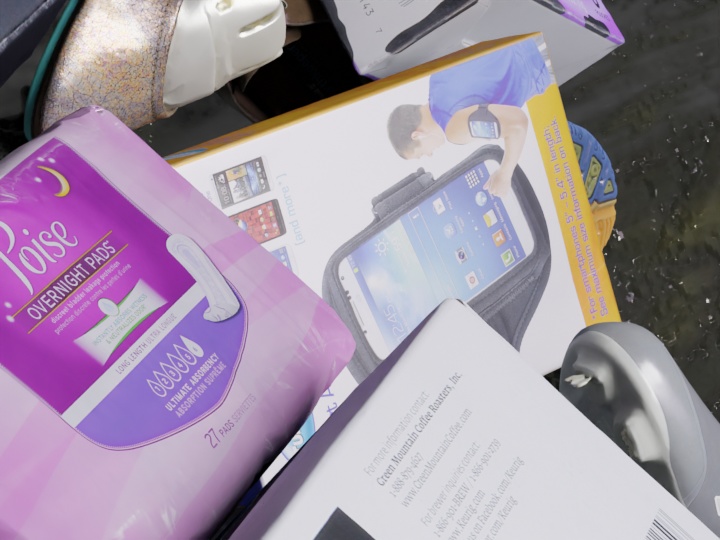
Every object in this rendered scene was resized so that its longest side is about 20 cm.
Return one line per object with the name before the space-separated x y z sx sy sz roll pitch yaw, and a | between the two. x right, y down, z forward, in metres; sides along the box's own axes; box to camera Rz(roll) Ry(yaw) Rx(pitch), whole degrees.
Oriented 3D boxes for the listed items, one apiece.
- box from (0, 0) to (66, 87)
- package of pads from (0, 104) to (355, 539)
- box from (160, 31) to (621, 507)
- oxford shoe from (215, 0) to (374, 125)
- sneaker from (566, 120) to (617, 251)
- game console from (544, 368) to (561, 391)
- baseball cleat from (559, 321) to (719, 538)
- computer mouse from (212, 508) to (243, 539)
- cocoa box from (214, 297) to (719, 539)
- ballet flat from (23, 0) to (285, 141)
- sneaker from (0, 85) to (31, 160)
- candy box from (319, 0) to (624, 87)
box | -0.211 -0.063 0.586 0.200 0.117 0.197 42 41 -5
package of pads | -0.090 0.039 0.661 0.120 0.076 0.200 41 29 0
box | 0.000 0.000 0.838 0.199 0.041 0.120 -24 101 -38
oxford shoe | -0.055 -0.115 0.930 0.200 0.073 0.085 40 14 -30
sneaker | 0.010 -0.028 0.935 0.199 0.088 0.076 -4 102 -38
game console | 0.061 0.083 0.964 0.174 0.117 0.200 3 29 -25
baseball cleat | 0.132 0.085 0.843 0.106 0.070 0.201 -33 123 -21
computer mouse | -0.063 0.111 0.842 0.140 0.046 0.201 -1 57 -41
cocoa box | 0.002 0.126 0.619 0.133 0.131 0.200 42 30 0
ballet flat | -0.050 -0.109 0.843 0.067 0.068 0.201 19 54 9
sneaker | -0.144 -0.002 0.799 0.087 0.080 0.200 53 30 -1
candy box | 0.013 -0.171 0.996 0.201 0.071 0.168 63 18 13
